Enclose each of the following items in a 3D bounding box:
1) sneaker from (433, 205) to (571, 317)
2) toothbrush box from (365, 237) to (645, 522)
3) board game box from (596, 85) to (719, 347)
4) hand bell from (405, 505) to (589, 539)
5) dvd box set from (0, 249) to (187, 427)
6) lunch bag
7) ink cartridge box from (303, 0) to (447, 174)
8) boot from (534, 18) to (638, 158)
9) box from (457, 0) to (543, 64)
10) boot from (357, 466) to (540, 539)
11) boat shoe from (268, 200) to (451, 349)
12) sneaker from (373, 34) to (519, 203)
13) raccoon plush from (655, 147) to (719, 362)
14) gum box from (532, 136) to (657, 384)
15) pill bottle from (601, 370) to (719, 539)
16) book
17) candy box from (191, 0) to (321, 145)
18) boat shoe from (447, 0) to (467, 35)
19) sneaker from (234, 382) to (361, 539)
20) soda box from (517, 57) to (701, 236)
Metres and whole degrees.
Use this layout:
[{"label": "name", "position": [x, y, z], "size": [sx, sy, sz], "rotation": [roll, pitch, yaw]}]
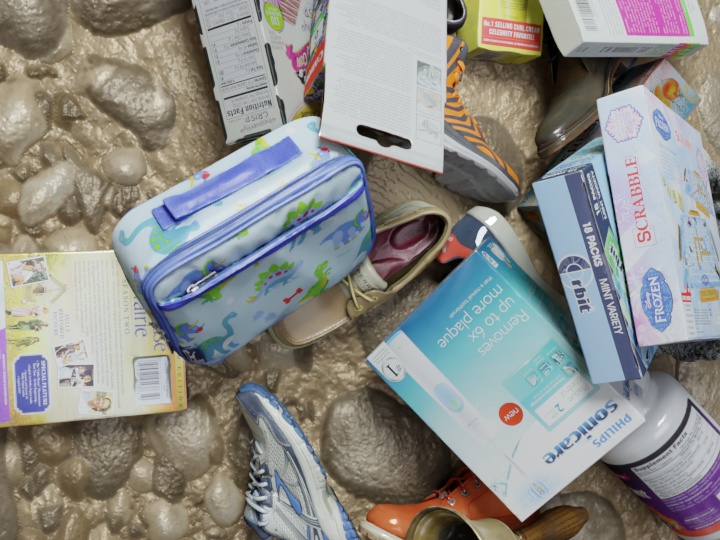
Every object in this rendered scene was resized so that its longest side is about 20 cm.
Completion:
[{"label": "sneaker", "position": [0.147, 0.036, 0.816], "size": [0.084, 0.075, 0.200], "rotation": [-41, 97, -6]}, {"label": "toothbrush box", "position": [0.129, 0.094, 0.741], "size": [0.200, 0.085, 0.146], "rotation": [46, 110, 3]}, {"label": "board game box", "position": [0.268, -0.037, 0.714], "size": [0.200, 0.041, 0.200], "rotation": [6, 74, -56]}, {"label": "hand bell", "position": [0.147, 0.248, 0.759], "size": [0.200, 0.104, 0.105], "rotation": [-2, 93, -41]}, {"label": "dvd box set", "position": [-0.251, 0.055, 0.705], "size": [0.199, 0.029, 0.147], "rotation": [-4, 93, -17]}, {"label": "lunch bag", "position": [-0.085, -0.022, 0.656], "size": [0.200, 0.161, 0.082], "rotation": [-32, 61, -16]}, {"label": "ink cartridge box", "position": [0.013, -0.165, 0.678], "size": [0.109, 0.050, 0.201], "rotation": [14, 61, -20]}, {"label": "boot", "position": [0.198, -0.197, 0.806], "size": [0.097, 0.075, 0.200], "rotation": [46, 57, -13]}, {"label": "box", "position": [0.138, -0.307, 0.806], "size": [0.075, 0.050, 0.201], "rotation": [3, 92, -19]}, {"label": "boot", "position": [0.092, 0.228, 0.805], "size": [0.199, 0.075, 0.108], "rotation": [12, 85, -26]}, {"label": "boat shoe", "position": [0.000, 0.000, 0.765], "size": [0.200, 0.066, 0.074], "rotation": [-40, 103, -12]}, {"label": "sneaker", "position": [0.089, -0.152, 0.784], "size": [0.200, 0.077, 0.112], "rotation": [34, 69, -28]}, {"label": "raccoon plush", "position": [0.317, -0.004, 0.825], "size": [0.134, 0.097, 0.200], "rotation": [-44, 111, -42]}, {"label": "gum box", "position": [0.220, -0.021, 0.714], "size": [0.200, 0.044, 0.170], "rotation": [-34, 108, -56]}, {"label": "pill bottle", "position": [0.303, 0.173, 0.845], "size": [0.200, 0.111, 0.111], "rotation": [44, 79, -14]}, {"label": "book", "position": [0.245, -0.268, 0.790], "size": [0.200, 0.048, 0.134], "rotation": [-10, 76, -36]}, {"label": "candy box", "position": [-0.078, -0.210, 0.695], "size": [0.061, 0.136, 0.201], "rotation": [-9, 98, 24]}, {"label": "boat shoe", "position": [0.026, -0.295, 0.763], "size": [0.200, 0.065, 0.072], "rotation": [45, 79, -14]}, {"label": "sneaker", "position": [-0.071, 0.198, 0.747], "size": [0.085, 0.077, 0.200], "rotation": [-28, 100, -11]}, {"label": "soda box", "position": [0.251, -0.118, 0.840], "size": [0.064, 0.068, 0.200], "rotation": [43, 80, -15]}]
